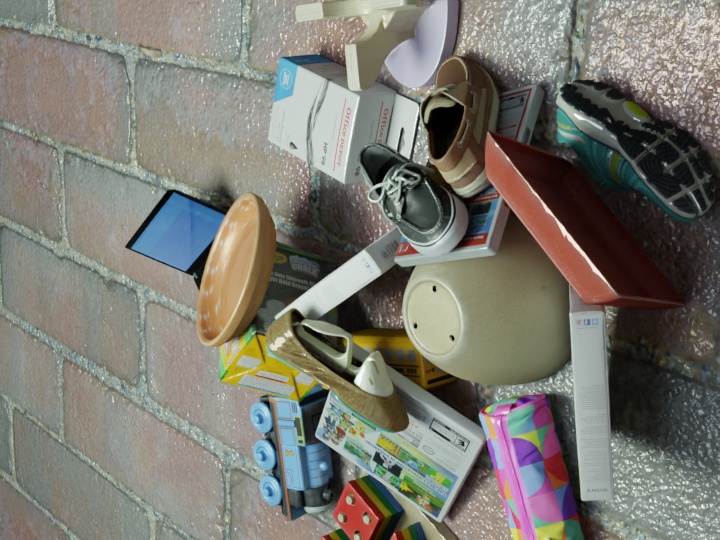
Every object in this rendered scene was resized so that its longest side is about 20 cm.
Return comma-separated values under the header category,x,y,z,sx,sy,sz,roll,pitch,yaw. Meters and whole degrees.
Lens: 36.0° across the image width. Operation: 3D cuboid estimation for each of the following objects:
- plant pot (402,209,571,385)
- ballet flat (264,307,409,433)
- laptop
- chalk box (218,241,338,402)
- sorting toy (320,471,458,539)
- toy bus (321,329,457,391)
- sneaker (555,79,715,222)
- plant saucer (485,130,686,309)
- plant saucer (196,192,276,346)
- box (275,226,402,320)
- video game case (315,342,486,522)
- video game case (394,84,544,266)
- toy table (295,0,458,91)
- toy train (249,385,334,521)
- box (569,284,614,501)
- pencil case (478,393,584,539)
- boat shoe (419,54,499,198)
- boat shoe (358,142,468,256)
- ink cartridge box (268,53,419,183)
category,x,y,z,sx,sy,sz,roll,pitch,yaw
plant pot,0.125,0.040,1.222,0.200,0.134,0.201,16,112,45
ballet flat,-0.018,0.109,1.286,0.200,0.068,0.073,35,119,9
laptop,-0.239,0.000,1.649,0.177,0.103,0.201,-42,68,46
chalk box,-0.108,0.049,1.472,0.124,0.124,0.201,-52,30,42
sorting toy,0.031,0.384,1.466,0.199,0.069,0.201,46,130,31
toy bus,0.031,0.117,1.400,0.199,0.065,0.079,-2,98,49
sneaker,0.266,-0.111,1.087,0.200,0.077,0.080,49,152,35
plant saucer,0.208,-0.036,1.057,0.037,0.200,0.200,-45,65,23
plant saucer,-0.155,0.002,1.404,0.200,0.037,0.201,-48,32,45
box,0.000,0.000,1.334,0.036,0.144,0.200,55,137,-1
video game case,0.045,0.202,1.365,0.200,0.022,0.183,32,136,14
video game case,0.116,-0.101,1.195,0.143,0.017,0.201,-7,57,49
toy table,0.025,-0.306,1.261,0.183,0.117,0.201,-11,92,50
toy train,-0.090,0.254,1.562,0.114,0.086,0.201,0,99,43
box,0.229,0.105,1.100,0.036,0.144,0.201,-2,111,11
pencil case,0.193,0.239,1.235,0.088,0.088,0.201,-19,84,49
boat shoe,0.103,-0.168,1.187,0.076,0.072,0.201,-37,38,29
boat shoe,0.050,-0.085,1.188,0.074,0.068,0.200,-46,34,14
ink cartridge box,-0.025,-0.185,1.385,0.200,0.067,0.116,32,122,40
